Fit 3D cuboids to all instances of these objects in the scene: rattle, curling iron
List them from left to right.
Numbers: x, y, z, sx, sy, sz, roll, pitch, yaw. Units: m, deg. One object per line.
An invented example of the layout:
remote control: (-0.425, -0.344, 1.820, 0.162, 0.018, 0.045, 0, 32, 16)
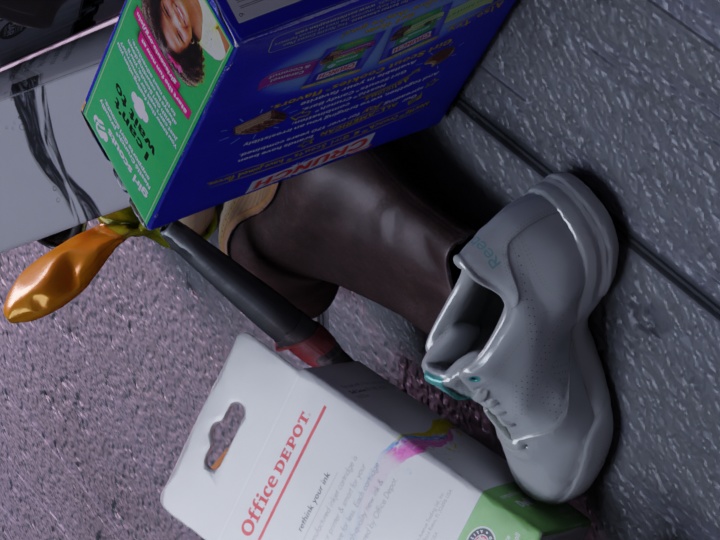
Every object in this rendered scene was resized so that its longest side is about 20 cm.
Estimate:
rattle: (-0.167, -0.089, 1.568, 0.201, 0.142, 0.130, 81, 170, -45)
curling iron: (-0.036, 0.036, 1.429, 0.200, 0.026, 0.049, 39, 166, -30)

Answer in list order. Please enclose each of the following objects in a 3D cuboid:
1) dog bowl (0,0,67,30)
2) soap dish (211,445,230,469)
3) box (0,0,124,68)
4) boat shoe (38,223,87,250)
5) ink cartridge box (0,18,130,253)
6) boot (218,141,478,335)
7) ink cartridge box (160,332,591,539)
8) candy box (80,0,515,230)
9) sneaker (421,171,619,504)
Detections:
dog bowl: (-0.130, -0.212, 1.313, 0.201, 0.199, 0.059, 91, 162, -45)
soap dish: (-0.011, 0.176, 1.525, 0.201, 0.081, 0.157, 65, 170, -6)
box: (-0.194, -0.178, 1.456, 0.117, 0.199, 0.060, 54, 155, 18)
boat shoe: (-0.201, -0.085, 1.660, 0.201, 0.071, 0.061, 73, -157, -58)
ink cartridge box: (-0.173, -0.073, 1.463, 0.145, 0.199, 0.085, -89, -21, -74)
boot: (0.000, 0.000, 1.390, 0.166, 0.072, 0.200, 43, 155, 29)
ink cartridge box: (0.005, 0.126, 1.385, 0.200, 0.067, 0.118, 34, 107, 23)
candy box: (-0.022, -0.111, 1.208, 0.077, 0.169, 0.200, 61, 156, 15)
sneaker: (0.068, 0.044, 1.271, 0.075, 0.088, 0.201, 43, 150, 38)
